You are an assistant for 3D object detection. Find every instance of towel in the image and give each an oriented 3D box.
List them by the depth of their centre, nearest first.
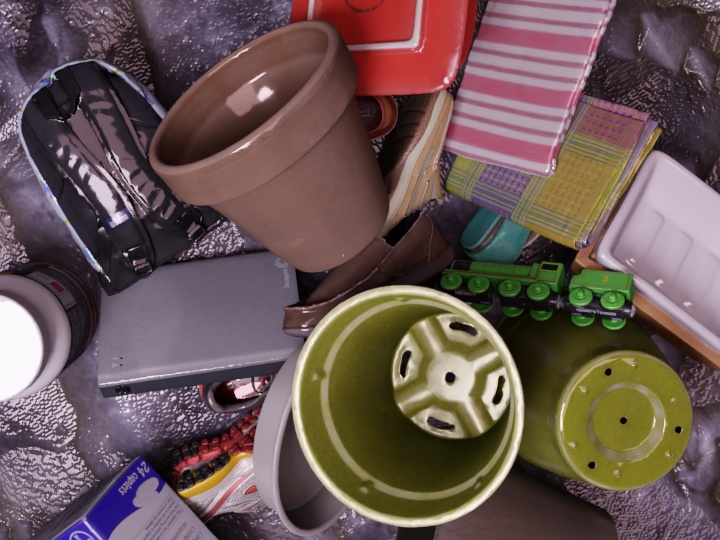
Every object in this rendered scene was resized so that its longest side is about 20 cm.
[{"bbox_3d":[0.182,-0.109,0.956,0.023,0.200,0.144,31,88,-45],"label":"towel"},{"bbox_3d":[0.168,-0.198,0.966,0.030,0.146,0.201,15,96,-44],"label":"towel"}]

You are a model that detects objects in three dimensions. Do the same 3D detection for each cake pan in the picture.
[{"bbox_3d":[-0.037,0.150,0.929,0.037,0.200,0.202,13,95,29],"label":"cake pan"}]

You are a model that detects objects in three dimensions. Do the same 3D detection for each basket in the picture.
[{"bbox_3d":[0.150,0.280,1.004,0.199,0.136,0.182,17,75,-10],"label":"basket"}]

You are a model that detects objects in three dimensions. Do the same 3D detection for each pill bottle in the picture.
[{"bbox_3d":[-0.321,0.056,0.910,0.115,0.200,0.117,0,95,-5],"label":"pill bottle"}]

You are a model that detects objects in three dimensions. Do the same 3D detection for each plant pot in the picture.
[{"bbox_3d":[-0.062,-0.098,0.883,0.200,0.200,0.175,-38,124,0],"label":"plant pot"},{"bbox_3d":[0.064,0.108,0.885,0.199,0.184,0.202,1,93,19],"label":"plant pot"},{"bbox_3d":[0.232,0.127,0.964,0.199,0.193,0.202,0,95,-5],"label":"plant pot"}]

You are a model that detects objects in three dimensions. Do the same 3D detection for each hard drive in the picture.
[{"bbox_3d":[-0.156,0.050,0.965,0.198,0.140,0.033,-8,140,-3],"label":"hard drive"}]

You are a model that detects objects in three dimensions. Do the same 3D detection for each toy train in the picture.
[{"bbox_3d":[0.170,0.017,0.950,0.199,0.057,0.042,7,138,24],"label":"toy train"}]

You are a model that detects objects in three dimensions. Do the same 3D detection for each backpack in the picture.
[{"bbox_3d":[-0.241,-0.108,0.942,0.163,0.154,0.200,-36,118,4],"label":"backpack"}]

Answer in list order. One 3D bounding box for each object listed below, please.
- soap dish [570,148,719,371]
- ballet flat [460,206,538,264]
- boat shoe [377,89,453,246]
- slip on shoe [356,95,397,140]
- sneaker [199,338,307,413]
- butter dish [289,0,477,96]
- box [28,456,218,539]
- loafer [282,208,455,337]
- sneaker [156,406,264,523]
[{"bbox_3d":[0.323,-0.011,0.997,0.199,0.081,0.158,35,71,-6],"label":"soap dish"},{"bbox_3d":[0.181,-0.088,1.013,0.070,0.067,0.201,32,92,-31],"label":"ballet flat"},{"bbox_3d":[0.054,-0.091,1.001,0.076,0.072,0.201,22,100,-20],"label":"boat shoe"},{"bbox_3d":[-0.061,-0.149,0.979,0.198,0.061,0.075,-8,97,4],"label":"slip on shoe"},{"bbox_3d":[-0.073,0.097,0.992,0.199,0.082,0.077,-31,97,-1],"label":"sneaker"},{"bbox_3d":[0.043,-0.259,0.946,0.199,0.147,0.201,5,89,35],"label":"butter dish"},{"bbox_3d":[-0.229,0.320,0.954,0.184,0.105,0.200,-37,98,29],"label":"box"},{"bbox_3d":[0.000,0.000,0.933,0.199,0.073,0.071,-31,105,-31],"label":"loafer"},{"bbox_3d":[-0.110,0.200,1.013,0.199,0.078,0.083,-23,124,-7],"label":"sneaker"}]
